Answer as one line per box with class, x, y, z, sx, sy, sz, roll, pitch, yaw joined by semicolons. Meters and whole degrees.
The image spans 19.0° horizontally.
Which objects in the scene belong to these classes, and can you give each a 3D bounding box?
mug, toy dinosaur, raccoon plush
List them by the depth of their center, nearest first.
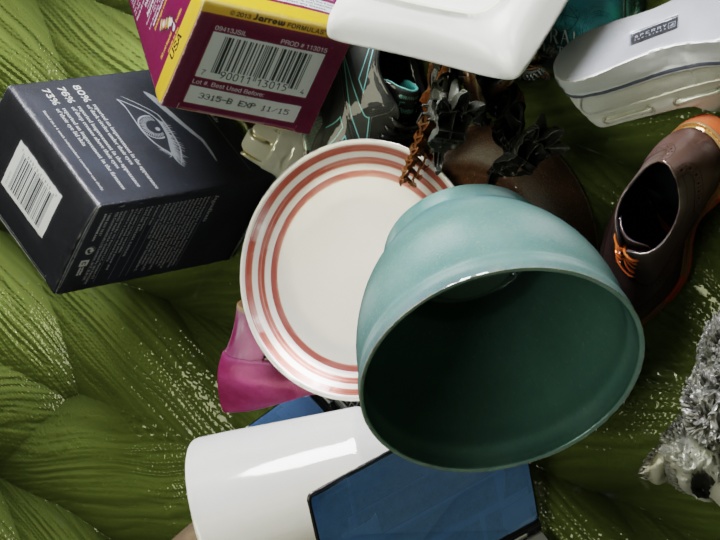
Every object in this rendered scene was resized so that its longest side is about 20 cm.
raccoon plush;0.255;0.065;1.484;0.134;0.096;0.201;-35;44;56
toy dinosaur;0.090;-0.133;1.549;0.136;0.102;0.201;-99;14;-45
mug;-0.027;0.189;1.640;0.153;0.150;0.187;-20;123;10

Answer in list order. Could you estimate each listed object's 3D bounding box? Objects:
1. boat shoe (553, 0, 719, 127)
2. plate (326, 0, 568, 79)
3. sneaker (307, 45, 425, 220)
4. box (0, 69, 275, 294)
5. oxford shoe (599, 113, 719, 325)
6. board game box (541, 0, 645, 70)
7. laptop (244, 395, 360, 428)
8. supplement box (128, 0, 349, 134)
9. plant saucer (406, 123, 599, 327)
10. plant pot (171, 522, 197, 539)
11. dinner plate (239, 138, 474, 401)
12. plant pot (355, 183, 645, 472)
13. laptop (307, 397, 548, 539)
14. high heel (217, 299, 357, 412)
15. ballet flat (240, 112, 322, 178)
boat shoe;0.232;-0.142;1.452;0.199;0.071;0.070;-17;131;27
plate;0.083;-0.236;1.513;0.200;0.032;0.200;19;72;45
sneaker;0.007;-0.110;1.672;0.079;0.075;0.201;8;104;41
box;-0.197;-0.079;1.790;0.148;0.199;0.104;51;129;26
oxford shoe;0.193;-0.024;1.493;0.071;0.072;0.200;42;138;22
board game box;0.122;-0.218;1.569;0.199;0.028;0.136;12;107;43
laptop;-0.007;0.139;1.706;0.187;0.116;0.200;46;127;27
supplement box;-0.101;-0.212;1.669;0.103;0.130;0.200;-63;30;33
plant saucer;0.090;-0.010;1.628;0.200;0.037;0.201;7;101;42
plant pot;-0.107;0.278;1.798;0.200;0.200;0.175;46;110;28
dinner plate;0.000;0.000;1.641;0.199;0.024;0.201;-3;83;23
plant pot;0.084;0.025;1.503;0.201;0.199;0.135;-58;32;35
laptop;0.084;0.226;1.553;0.200;0.187;0.116;53;153;23
high heel;-0.024;0.098;1.695;0.199;0.067;0.096;18;111;17
ballet flat;-0.080;-0.130;1.755;0.200;0.071;0.069;55;129;22
